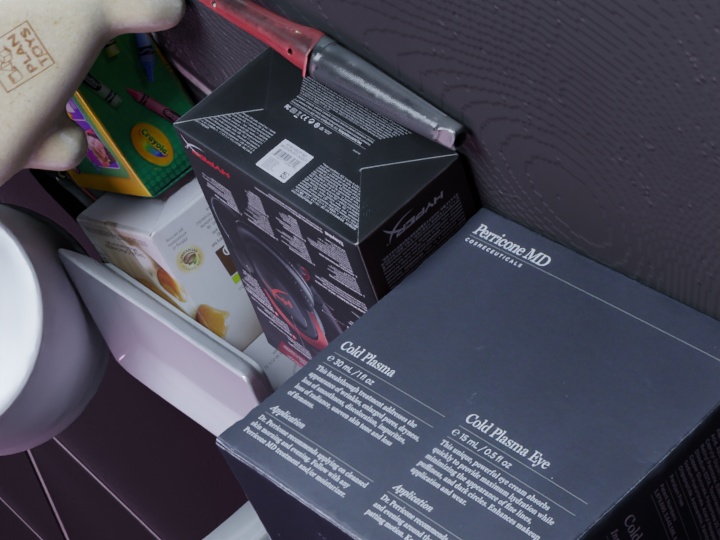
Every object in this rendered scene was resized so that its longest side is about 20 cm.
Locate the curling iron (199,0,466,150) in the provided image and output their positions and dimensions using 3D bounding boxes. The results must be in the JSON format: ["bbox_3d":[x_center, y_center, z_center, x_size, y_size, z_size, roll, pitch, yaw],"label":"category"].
[{"bbox_3d":[-0.026,-0.112,1.104,0.200,0.026,0.050,39,162,27],"label":"curling iron"}]

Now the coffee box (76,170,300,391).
[{"bbox_3d":[-0.073,0.028,1.393,0.200,0.080,0.114,58,160,-23],"label":"coffee box"}]

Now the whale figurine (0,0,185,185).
[{"bbox_3d":[-0.197,-0.128,1.240,0.159,0.200,0.104,57,-175,-23],"label":"whale figurine"}]

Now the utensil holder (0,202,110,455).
[{"bbox_3d":[-0.256,0.035,1.414,0.170,0.170,0.200,48,-179,4],"label":"utensil holder"}]

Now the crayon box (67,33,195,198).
[{"bbox_3d":[-0.179,-0.140,1.342,0.200,0.058,0.119,57,160,-21],"label":"crayon box"}]

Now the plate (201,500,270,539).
[{"bbox_3d":[-0.013,0.229,1.523,0.200,0.199,0.032,48,129,4],"label":"plate"}]

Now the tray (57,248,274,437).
[{"bbox_3d":[-0.103,0.054,1.350,0.200,0.022,0.108,31,154,43],"label":"tray"}]

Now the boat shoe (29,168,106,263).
[{"bbox_3d":[-0.146,-0.011,1.515,0.202,0.063,0.074,55,159,-20],"label":"boat shoe"}]

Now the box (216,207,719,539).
[{"bbox_3d":[0.072,0.092,1.036,0.200,0.182,0.104,30,154,46],"label":"box"}]

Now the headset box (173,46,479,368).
[{"bbox_3d":[0.000,0.000,1.184,0.149,0.075,0.200,33,155,39],"label":"headset box"}]
